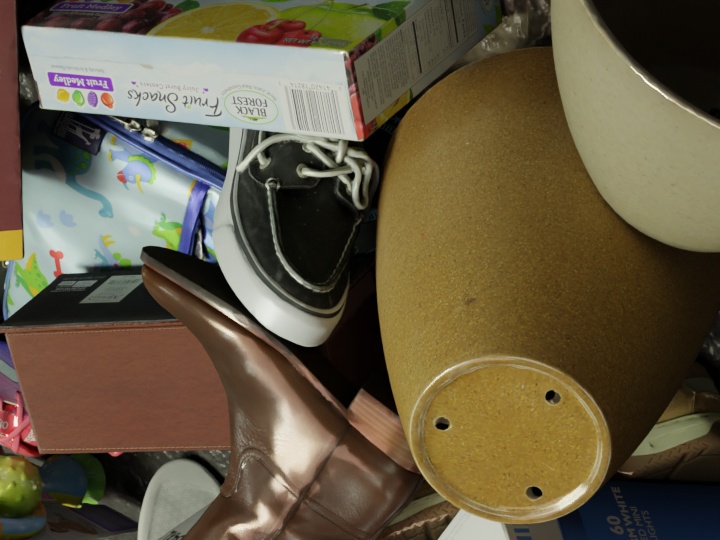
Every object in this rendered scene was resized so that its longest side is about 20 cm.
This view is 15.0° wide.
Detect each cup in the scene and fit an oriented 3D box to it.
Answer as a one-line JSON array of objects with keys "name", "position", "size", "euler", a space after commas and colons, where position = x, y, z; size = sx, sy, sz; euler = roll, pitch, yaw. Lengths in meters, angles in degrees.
[{"name": "cup", "position": [0.168, -0.090, 1.213], "size": [0.200, 0.200, 0.144], "euler": [36, 145, 11]}]

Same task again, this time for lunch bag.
[{"name": "lunch bag", "position": [-0.117, -0.012, 1.535], "size": [0.160, 0.082, 0.201], "euler": [28, 132, 14]}]

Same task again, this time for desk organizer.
[{"name": "desk organizer", "position": [-0.085, 0.047, 1.445], "size": [0.199, 0.072, 0.077], "euler": [-3, 112, 28]}]

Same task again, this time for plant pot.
[{"name": "plant pot", "position": [0.083, 0.024, 1.294], "size": [0.185, 0.200, 0.187], "euler": [6, 124, 9]}]

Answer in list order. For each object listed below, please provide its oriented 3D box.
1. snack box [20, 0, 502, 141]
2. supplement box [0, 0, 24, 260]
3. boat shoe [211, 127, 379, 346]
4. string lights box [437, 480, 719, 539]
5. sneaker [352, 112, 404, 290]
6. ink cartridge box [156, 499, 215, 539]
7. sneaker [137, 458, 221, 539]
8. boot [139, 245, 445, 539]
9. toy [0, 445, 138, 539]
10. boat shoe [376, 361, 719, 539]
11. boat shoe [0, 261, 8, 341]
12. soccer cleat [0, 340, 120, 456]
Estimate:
[{"name": "snack box", "position": [-0.048, -0.124, 1.367], "size": [0.199, 0.142, 0.053], "euler": [8, 121, 32]}, {"name": "supplement box", "position": [-0.252, -0.139, 1.443], "size": [0.132, 0.198, 0.201], "euler": [-3, 126, -10]}, {"name": "boat shoe", "position": [-0.025, -0.047, 1.365], "size": [0.073, 0.200, 0.068], "euler": [29, 123, -17]}, {"name": "string lights box", "position": [0.135, 0.159, 1.388], "size": [0.103, 0.199, 0.059], "euler": [-56, 39, 43]}, {"name": "sneaker", "position": [0.000, 0.000, 1.471], "size": [0.082, 0.073, 0.201], "euler": [40, 123, 13]}, {"name": "ink cartridge box", "position": [-0.039, 0.161, 1.477], "size": [0.085, 0.199, 0.146], "euler": [59, 165, -11]}, {"name": "sneaker", "position": [-0.101, 0.217, 1.677], "size": [0.099, 0.070, 0.201], "euler": [156, 101, -75]}, {"name": "boot", "position": [-0.079, 0.113, 1.352], "size": [0.186, 0.064, 0.201], "euler": [36, 105, 12]}, {"name": "toy", "position": [-0.219, 0.123, 1.628], "size": [0.115, 0.200, 0.047], "euler": [26, 99, 27]}, {"name": "boat shoe", "position": [0.094, 0.099, 1.408], "size": [0.199, 0.076, 0.072], "euler": [-16, 145, -2]}, {"name": "boat shoe", "position": [-0.219, -0.007, 1.627], "size": [0.067, 0.072, 0.201], "euler": [17, 128, 6]}, {"name": "soccer cleat", "position": [-0.219, 0.075, 1.589], "size": [0.077, 0.199, 0.067], "euler": [49, 120, 35]}]
